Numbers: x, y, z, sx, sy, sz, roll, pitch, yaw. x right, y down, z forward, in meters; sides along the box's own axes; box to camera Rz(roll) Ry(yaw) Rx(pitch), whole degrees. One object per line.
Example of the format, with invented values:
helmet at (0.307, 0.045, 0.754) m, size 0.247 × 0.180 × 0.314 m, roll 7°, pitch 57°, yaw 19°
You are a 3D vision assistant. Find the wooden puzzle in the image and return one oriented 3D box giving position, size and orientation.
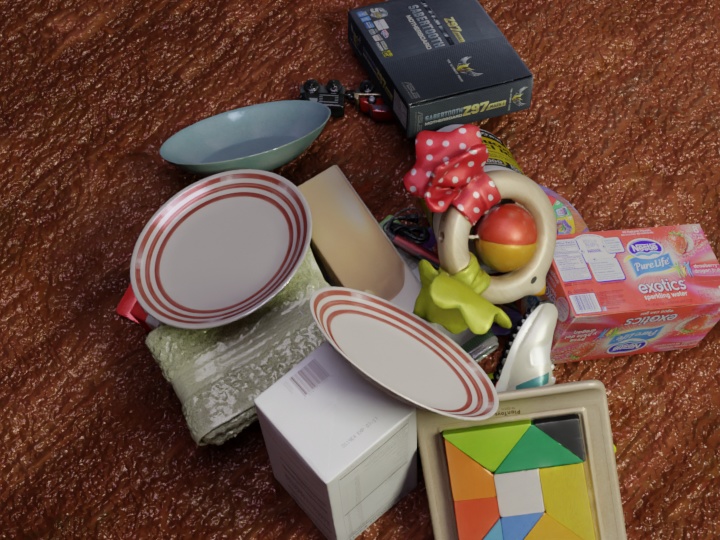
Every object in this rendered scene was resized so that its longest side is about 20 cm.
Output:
wooden puzzle at (0.154, 0.209, 1.347) m, size 0.183 × 0.037 × 0.202 m, roll -9°, pitch 105°, yaw 9°

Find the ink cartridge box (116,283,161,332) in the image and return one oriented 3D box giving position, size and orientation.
ink cartridge box at (-0.164, 0.030, 1.518) m, size 0.198 × 0.067 × 0.117 m, roll 24°, pitch 78°, yaw 15°

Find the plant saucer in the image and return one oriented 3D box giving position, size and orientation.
plant saucer at (-0.126, -0.142, 1.602) m, size 0.199 × 0.039 × 0.201 m, roll -12°, pitch 23°, yaw 5°

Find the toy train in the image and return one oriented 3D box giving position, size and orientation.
toy train at (0.025, -0.199, 1.670) m, size 0.197 × 0.034 × 0.046 m, roll 1°, pitch 63°, yaw 3°

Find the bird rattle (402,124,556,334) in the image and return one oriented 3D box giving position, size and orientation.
bird rattle at (0.116, -0.039, 1.371) m, size 0.161 × 0.112 × 0.203 m, roll -1°, pitch 91°, yaw -29°

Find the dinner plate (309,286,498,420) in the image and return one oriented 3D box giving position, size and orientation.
dinner plate at (0.037, 0.080, 1.297) m, size 0.199 × 0.200 × 0.024 m, roll 36°, pitch 108°, yaw 20°

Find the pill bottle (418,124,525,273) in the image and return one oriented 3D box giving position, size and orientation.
pill bottle at (0.118, -0.085, 1.498) m, size 0.111 × 0.114 × 0.200 m, roll -10°, pitch 24°, yaw -3°

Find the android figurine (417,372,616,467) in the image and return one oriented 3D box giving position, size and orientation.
android figurine at (0.159, 0.188, 1.445) m, size 0.198 × 0.041 × 0.184 m, roll -13°, pitch 61°, yaw -3°

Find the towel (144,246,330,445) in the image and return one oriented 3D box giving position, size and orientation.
towel at (-0.109, 0.073, 1.442) m, size 0.199 × 0.037 × 0.149 m, roll -30°, pitch 71°, yaw -2°

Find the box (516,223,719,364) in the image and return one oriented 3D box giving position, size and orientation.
box at (0.270, 0.023, 1.468) m, size 0.198 × 0.095 × 0.103 m, roll -6°, pitch 58°, yaw -24°

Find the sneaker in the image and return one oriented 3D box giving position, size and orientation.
sneaker at (0.170, 0.132, 1.395) m, size 0.093 × 0.070 × 0.202 m, roll 23°, pitch 88°, yaw 4°

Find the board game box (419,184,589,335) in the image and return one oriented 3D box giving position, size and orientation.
board game box at (0.160, -0.029, 1.564) m, size 0.199 × 0.039 × 0.158 m, roll -35°, pitch 65°, yaw -16°

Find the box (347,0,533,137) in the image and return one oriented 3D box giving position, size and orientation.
box at (0.090, -0.248, 1.651) m, size 0.156 × 0.051 × 0.201 m, roll -14°, pitch 48°, yaw -15°

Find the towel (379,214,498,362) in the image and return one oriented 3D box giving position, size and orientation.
towel at (0.036, 0.049, 1.533) m, size 0.148 × 0.031 × 0.200 m, roll -33°, pitch 62°, yaw -12°

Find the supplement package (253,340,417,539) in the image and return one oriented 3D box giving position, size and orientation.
supplement package at (-0.020, 0.169, 1.369) m, size 0.113 × 0.201 × 0.110 m, roll -37°, pitch 66°, yaw -17°

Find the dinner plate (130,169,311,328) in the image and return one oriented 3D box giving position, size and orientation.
dinner plate at (-0.141, -0.020, 1.452) m, size 0.198 × 0.024 × 0.202 m, roll -11°, pitch 52°, yaw 14°

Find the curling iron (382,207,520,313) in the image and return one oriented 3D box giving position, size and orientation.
curling iron at (0.110, -0.006, 1.526) m, size 0.199 × 0.026 × 0.050 m, roll 34°, pitch 70°, yaw 15°

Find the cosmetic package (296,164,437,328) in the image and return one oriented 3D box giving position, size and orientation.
cosmetic package at (0.000, 0.000, 1.489) m, size 0.071 × 0.106 × 0.201 m, roll -29°, pitch 60°, yaw -10°
